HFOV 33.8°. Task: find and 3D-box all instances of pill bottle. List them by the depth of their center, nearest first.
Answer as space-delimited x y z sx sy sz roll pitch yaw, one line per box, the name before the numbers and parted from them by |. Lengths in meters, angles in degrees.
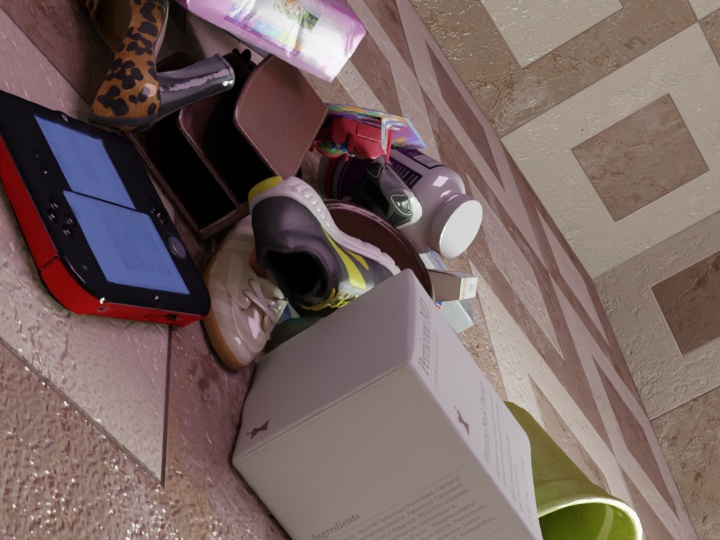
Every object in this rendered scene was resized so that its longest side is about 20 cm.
pill bottle | 0.049 -0.094 1.442 0.200 0.113 0.112 34 -1 33

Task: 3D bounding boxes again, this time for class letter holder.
letter holder | -0.124 -0.146 1.095 0.143 0.100 0.200 54 23 -18

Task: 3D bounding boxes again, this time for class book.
book | 0.062 0.014 1.370 0.200 0.132 0.048 1 96 -80

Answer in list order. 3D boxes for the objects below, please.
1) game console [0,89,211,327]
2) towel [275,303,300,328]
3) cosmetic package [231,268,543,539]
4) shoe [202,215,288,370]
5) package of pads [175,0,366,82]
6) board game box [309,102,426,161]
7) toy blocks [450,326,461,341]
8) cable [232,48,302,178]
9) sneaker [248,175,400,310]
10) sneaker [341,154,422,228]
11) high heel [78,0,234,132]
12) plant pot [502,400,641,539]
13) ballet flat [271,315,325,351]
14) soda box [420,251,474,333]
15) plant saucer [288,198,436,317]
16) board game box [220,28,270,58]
game console | -0.190 -0.043 0.868 0.178 0.031 0.200 65 15 14
towel | -0.063 0.017 1.191 0.200 0.024 0.148 32 35 -58
cosmetic package | 0.025 0.146 0.964 0.201 0.166 0.168 54 16 -19
shoe | -0.095 0.003 1.026 0.070 0.053 0.201 48 26 -31
package of pads | -0.100 -0.258 1.093 0.199 0.076 0.121 18 26 -47
board game box | -0.014 -0.142 1.320 0.200 0.157 0.039 33 65 -76
toy blocks | 0.038 0.096 1.214 0.137 0.099 0.201 47 42 -34
cable | -0.111 -0.163 1.308 0.164 0.051 0.200 57 15 -15
sneaker | -0.031 0.007 1.026 0.200 0.074 0.085 41 38 -34
sneaker | 0.005 -0.055 1.308 0.080 0.086 0.200 50 -17 7
high heel | -0.221 -0.194 1.008 0.200 0.072 0.142 39 44 22
plant pot | 0.162 0.244 1.240 0.200 0.200 0.185 47 9 -41
ballet flat | -0.007 0.122 1.087 0.200 0.063 0.068 53 44 -22
soda box | 0.073 0.002 1.573 0.200 0.068 0.064 53 17 -26
plant saucer | 0.000 0.000 1.168 0.199 0.032 0.201 24 40 -22
board game box | -0.167 -0.305 1.248 0.147 0.065 0.200 35 5 21
